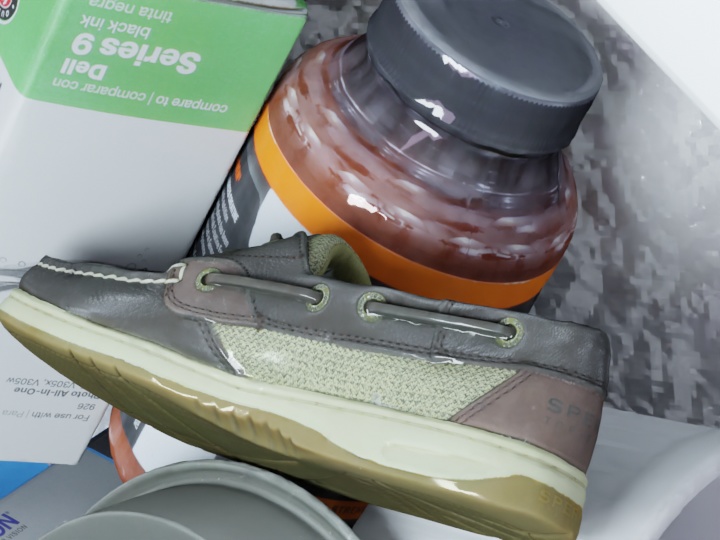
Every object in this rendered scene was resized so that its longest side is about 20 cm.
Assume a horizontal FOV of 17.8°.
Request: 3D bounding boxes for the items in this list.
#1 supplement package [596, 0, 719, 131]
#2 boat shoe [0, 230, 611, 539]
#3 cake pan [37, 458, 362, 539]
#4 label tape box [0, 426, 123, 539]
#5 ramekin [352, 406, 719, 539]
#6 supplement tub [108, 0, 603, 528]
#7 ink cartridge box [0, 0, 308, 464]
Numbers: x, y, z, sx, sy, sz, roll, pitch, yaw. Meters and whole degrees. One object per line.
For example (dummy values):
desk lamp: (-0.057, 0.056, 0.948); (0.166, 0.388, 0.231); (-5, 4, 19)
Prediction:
supplement package: (0.132, -0.134, 0.575); (0.200, 0.151, 0.152); (48, 124, 6)
boat shoe: (-0.016, 0.023, 0.652); (0.200, 0.072, 0.066); (16, 74, 36)
cake pan: (-0.055, 0.155, 0.655); (0.200, 0.037, 0.201); (-4, 84, 43)
label tape box: (-0.090, 0.109, 0.805); (0.199, 0.143, 0.066); (31, 122, 17)
ramekin: (0.065, 0.134, 0.697); (0.097, 0.200, 0.201); (15, 116, 35)
supplement tub: (0.000, 0.000, 0.732); (0.107, 0.107, 0.200); (37, 123, 13)
ink cartridge box: (-0.112, -0.055, 0.754); (0.200, 0.084, 0.146); (-61, 40, 32)
